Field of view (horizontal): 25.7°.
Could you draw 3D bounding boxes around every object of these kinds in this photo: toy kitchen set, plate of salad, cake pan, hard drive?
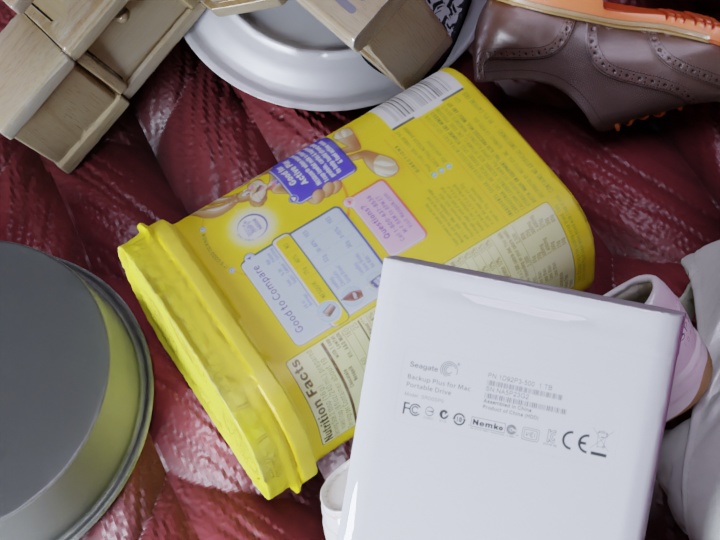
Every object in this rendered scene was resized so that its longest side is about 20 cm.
[{"bbox_3d":[-0.100,-0.125,0.805,0.200,0.163,0.180,-49,64,2],"label":"toy kitchen set"},{"bbox_3d":[-0.016,-0.179,0.929,0.197,0.048,0.203,-1,68,2],"label":"plate of salad"},{"bbox_3d":[-0.206,0.065,0.808,0.197,0.037,0.202,-4,57,6],"label":"cake pan"},{"bbox_3d":[0.057,0.105,0.681,0.130,0.026,0.203,11,96,15],"label":"hard drive"}]

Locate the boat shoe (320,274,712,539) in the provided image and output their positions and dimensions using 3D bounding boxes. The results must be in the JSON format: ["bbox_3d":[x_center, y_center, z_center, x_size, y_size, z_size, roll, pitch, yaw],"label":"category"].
[{"bbox_3d":[0.060,0.061,0.726,0.198,0.070,0.071,-29,30,6],"label":"boat shoe"}]

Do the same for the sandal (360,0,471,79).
[{"bbox_3d":[0.054,-0.197,0.891,0.074,0.045,0.202,25,82,7],"label":"sandal"}]

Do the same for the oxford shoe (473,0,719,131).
[{"bbox_3d":[0.158,-0.108,0.858,0.197,0.071,0.074,17,102,7],"label":"oxford shoe"}]

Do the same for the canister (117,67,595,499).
[{"bbox_3d":[0.000,0.000,0.790,0.199,0.087,0.149,-31,58,-13],"label":"canister"}]

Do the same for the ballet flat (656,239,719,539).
[{"bbox_3d":[0.168,0.068,0.741,0.068,0.070,0.202,6,55,12],"label":"ballet flat"}]
